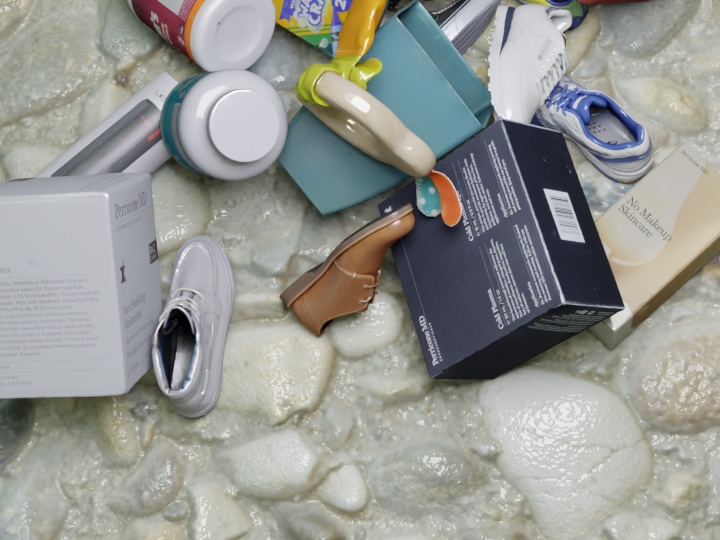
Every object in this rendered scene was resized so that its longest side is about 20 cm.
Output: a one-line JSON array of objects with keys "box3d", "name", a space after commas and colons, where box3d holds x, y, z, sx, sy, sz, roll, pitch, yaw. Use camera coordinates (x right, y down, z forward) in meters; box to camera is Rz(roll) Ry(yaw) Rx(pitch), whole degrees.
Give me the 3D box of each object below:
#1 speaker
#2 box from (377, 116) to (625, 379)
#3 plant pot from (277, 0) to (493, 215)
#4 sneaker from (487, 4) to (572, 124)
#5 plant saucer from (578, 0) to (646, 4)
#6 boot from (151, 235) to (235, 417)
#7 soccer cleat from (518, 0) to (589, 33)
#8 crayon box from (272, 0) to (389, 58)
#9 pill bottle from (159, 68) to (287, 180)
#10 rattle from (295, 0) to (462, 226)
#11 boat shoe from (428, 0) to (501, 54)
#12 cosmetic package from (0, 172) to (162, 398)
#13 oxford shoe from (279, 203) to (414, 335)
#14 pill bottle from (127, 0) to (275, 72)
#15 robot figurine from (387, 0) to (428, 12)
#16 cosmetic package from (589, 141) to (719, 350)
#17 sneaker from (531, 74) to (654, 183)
[{"box3d": [-0.266, -0.130, 1.454, 0.200, 0.081, 0.081, -40, 72, -8], "name": "speaker"}, {"box3d": [0.136, -0.017, 1.310, 0.182, 0.104, 0.201, -32, 64, 38], "name": "box"}, {"box3d": [0.016, -0.159, 1.375, 0.200, 0.141, 0.141, -36, 97, 20], "name": "plant pot"}, {"box3d": [0.177, -0.213, 1.374, 0.080, 0.077, 0.201, 1, 49, 12], "name": "sneaker"}, {"box3d": [0.235, -0.357, 1.443, 0.200, 0.199, 0.037, 48, 124, 18], "name": "plant saucer"}, {"box3d": [-0.175, 0.047, 1.373, 0.073, 0.096, 0.201, -4, 71, 5], "name": "boot"}, {"box3d": [0.171, -0.341, 1.473, 0.200, 0.084, 0.065, 34, 74, 15], "name": "soccer cleat"}, {"box3d": [-0.056, -0.329, 1.458, 0.200, 0.051, 0.126, 36, 114, 31], "name": "crayon box"}, {"box3d": [-0.138, -0.149, 1.343, 0.110, 0.200, 0.111, -2, 97, -17], "name": "pill bottle"}, {"box3d": [0.046, -0.157, 1.262, 0.200, 0.130, 0.143, 33, 66, -1], "name": "rattle"}, {"box3d": [0.068, -0.257, 1.463, 0.200, 0.072, 0.071, -41, 76, -6], "name": "boat shoe"}, {"box3d": [-0.301, 0.011, 1.327, 0.164, 0.165, 0.201, -2, 101, 6], "name": "cosmetic package"}, {"box3d": [0.000, 0.000, 1.345, 0.071, 0.200, 0.071, 53, 42, 6], "name": "oxford shoe"}, {"box3d": [-0.194, -0.308, 1.472, 0.110, 0.110, 0.200, -44, 54, -9], "name": "pill bottle"}, {"box3d": [0.051, -0.360, 1.455, 0.200, 0.058, 0.146, 13, 91, 48], "name": "robot figurine"}, {"box3d": [0.297, -0.026, 1.358, 0.200, 0.071, 0.105, -42, 71, -8], "name": "cosmetic package"}, {"box3d": [0.231, -0.177, 1.410, 0.200, 0.088, 0.075, 33, 79, 17], "name": "sneaker"}]
